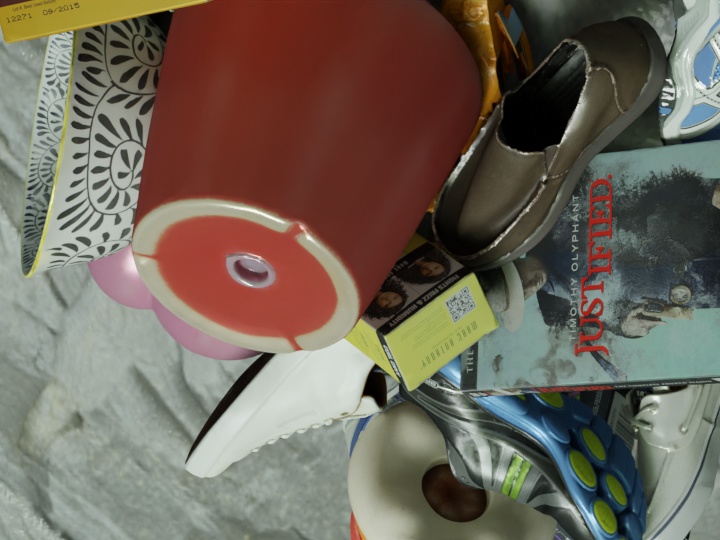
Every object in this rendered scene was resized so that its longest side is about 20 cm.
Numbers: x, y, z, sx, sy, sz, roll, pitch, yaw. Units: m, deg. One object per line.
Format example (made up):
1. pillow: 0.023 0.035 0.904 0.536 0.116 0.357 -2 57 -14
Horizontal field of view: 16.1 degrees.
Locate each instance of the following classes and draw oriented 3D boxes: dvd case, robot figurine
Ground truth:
1. dvd case: 0.152 0.000 1.542 0.199 0.147 0.022 -5 166 34
2. robot figurine: 0.054 -0.111 1.617 0.144 0.058 0.201 5 137 18

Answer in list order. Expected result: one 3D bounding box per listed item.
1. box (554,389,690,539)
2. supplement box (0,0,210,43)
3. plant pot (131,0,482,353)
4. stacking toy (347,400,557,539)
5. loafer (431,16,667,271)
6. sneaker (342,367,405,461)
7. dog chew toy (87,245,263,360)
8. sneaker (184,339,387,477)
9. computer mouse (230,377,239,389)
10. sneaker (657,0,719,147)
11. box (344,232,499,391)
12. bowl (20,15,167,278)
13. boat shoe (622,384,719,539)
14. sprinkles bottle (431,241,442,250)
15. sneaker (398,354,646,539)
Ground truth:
1. box: 0.137 0.145 1.814 0.199 0.123 0.106 -26 122 40
2. supplement box: -0.114 -0.250 1.373 0.132 0.197 0.201 -8 103 29
3. plant pot: -0.043 -0.062 1.519 0.199 0.178 0.201 13 143 10
4. stacking toy: 0.041 0.192 1.746 0.145 0.147 0.200 22 143 -2
5. loafer: 0.098 -0.080 1.525 0.071 0.073 0.200 3 135 -44
6. sneaker: 0.060 0.098 1.807 0.075 0.089 0.200 13 149 -30
7. dog chew toy: -0.132 -0.021 1.753 0.199 0.125 0.125 25 140 8
8. sneaker: -0.036 0.088 1.701 0.085 0.073 0.200 41 117 -9
9. computer mouse: 0.001 0.033 1.771 0.200 0.138 0.053 -33 80 36
10. sneaker: 0.223 -0.131 1.510 0.077 0.076 0.201 15 141 14
11. box: 0.000 0.000 1.606 0.200 0.075 0.050 38 158 52
12. bowl: -0.158 -0.088 1.644 0.094 0.202 0.201 8 141 -12
13. boat shoe: 0.204 0.092 1.676 0.070 0.201 0.071 28 174 -28
14. sprinkles bottle: 0.132 -0.003 1.650 0.199 0.069 0.068 -13 133 7
15. sneaker: 0.106 0.116 1.639 0.200 0.071 0.083 44 133 -3
